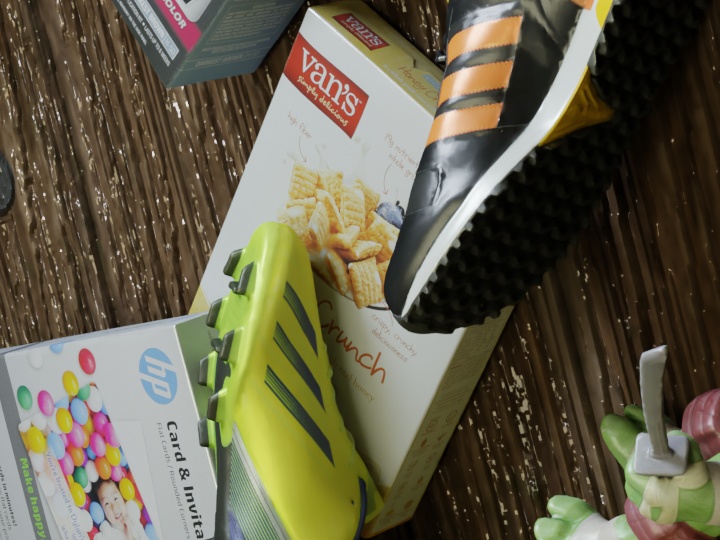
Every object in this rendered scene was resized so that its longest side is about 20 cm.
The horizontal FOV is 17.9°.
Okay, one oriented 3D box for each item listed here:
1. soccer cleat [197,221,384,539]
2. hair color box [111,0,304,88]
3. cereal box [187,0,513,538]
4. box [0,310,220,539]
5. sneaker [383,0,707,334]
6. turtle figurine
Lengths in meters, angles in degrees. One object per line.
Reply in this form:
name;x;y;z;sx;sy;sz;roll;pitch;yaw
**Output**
soccer cleat;-0.030;0.080;1.021;0.065;0.083;0.202;-166;79;-79
hair color box;-0.047;-0.185;1.012;0.099;0.060;0.200;56;133;19
cereal box;0.000;0.000;1.031;0.144;0.039;0.201;42;128;28
box;-0.120;0.107;1.127;0.199;0.041;0.157;-10;97;45
sneaker;0.059;-0.072;0.911;0.090;0.070;0.201;41;106;36
turtle figurine;0.132;0.036;0.839;0.194;0.199;0.145;-40;39;48
